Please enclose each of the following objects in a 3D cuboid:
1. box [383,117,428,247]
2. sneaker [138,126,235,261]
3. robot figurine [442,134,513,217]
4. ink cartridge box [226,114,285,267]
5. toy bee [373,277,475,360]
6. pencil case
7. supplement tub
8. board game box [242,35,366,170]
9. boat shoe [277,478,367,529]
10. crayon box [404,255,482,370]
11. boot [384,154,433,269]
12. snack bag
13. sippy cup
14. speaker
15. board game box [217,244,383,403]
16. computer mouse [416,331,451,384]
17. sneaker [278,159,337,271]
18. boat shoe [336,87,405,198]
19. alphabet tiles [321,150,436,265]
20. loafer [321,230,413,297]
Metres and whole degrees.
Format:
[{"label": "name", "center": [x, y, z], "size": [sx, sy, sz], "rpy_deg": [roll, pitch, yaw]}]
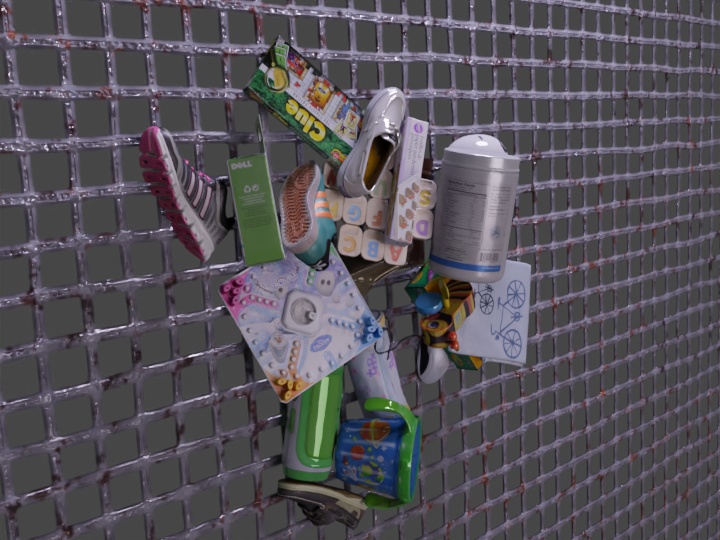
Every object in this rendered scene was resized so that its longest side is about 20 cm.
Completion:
[{"label": "box", "center": [0.072, -0.140, 1.312], "size": [0.038, 0.041, 0.204], "rpy_deg": [12, 79, -15]}, {"label": "sneaker", "center": [-0.234, -0.117, 1.140], "size": [0.087, 0.073, 0.202], "rpy_deg": [-41, 124, -31]}, {"label": "robot figurine", "center": [0.212, -0.140, 1.472], "size": [0.124, 0.148, 0.205], "rpy_deg": [-15, 100, -57]}, {"label": "ink cartridge box", "center": [-0.155, -0.110, 1.173], "size": [0.058, 0.104, 0.204], "rpy_deg": [-10, 94, -8]}, {"label": "toy bee", "center": [0.134, 0.092, 1.337], "size": [0.201, 0.108, 0.131], "rpy_deg": [-53, 134, -16]}, {"label": "pencil case", "center": [0.025, 0.166, 1.387], "size": [0.083, 0.090, 0.204], "rpy_deg": [-32, 115, -40]}, {"label": "supplement tub", "center": [0.185, -0.091, 1.345], "size": [0.130, 0.131, 0.204], "rpy_deg": [-3, 105, -41]}, {"label": "board game box", "center": [-0.077, -0.255, 1.270], "size": [0.199, 0.023, 0.106], "rpy_deg": [37, 70, -23]}, {"label": "boat shoe", "center": [-0.060, 0.385, 1.344], "size": [0.200, 0.071, 0.067], "rpy_deg": [28, 71, -45]}, {"label": "crayon box", "center": [0.176, 0.066, 1.486], "size": [0.119, 0.058, 0.201], "rpy_deg": [-49, 117, -29]}, {"label": "boot", "center": [0.046, -0.097, 1.406], "size": [0.183, 0.064, 0.204], "rpy_deg": [1, 101, -32]}, {"label": "snack bag", "center": [0.232, 0.070, 1.480], "size": [0.197, 0.021, 0.193], "rpy_deg": [10, 81, -35]}, {"label": "sippy cup", "center": [0.027, 0.297, 1.328], "size": [0.140, 0.128, 0.182], "rpy_deg": [42, 53, -76]}, {"label": "speaker", "center": [-0.076, 0.224, 1.306], "size": [0.087, 0.088, 0.205], "rpy_deg": [7, 89, -42]}, {"label": "board game box", "center": [-0.085, 0.063, 1.251], "size": [0.198, 0.026, 0.202], "rpy_deg": [-31, 93, -23]}, {"label": "computer mouse", "center": [0.149, 0.111, 1.524], "size": [0.108, 0.043, 0.205], "rpy_deg": [3, 92, -43]}, {"label": "sneaker", "center": [-0.077, -0.081, 1.245], "size": [0.080, 0.070, 0.202], "rpy_deg": [52, 26, -39]}, {"label": "boat shoe", "center": [0.033, -0.201, 1.282], "size": [0.071, 0.069, 0.202], "rpy_deg": [44, 64, -36]}, {"label": "alphabet tiles", "center": [0.029, -0.114, 1.323], "size": [0.196, 0.015, 0.200], "rpy_deg": [10, 81, -17]}, {"label": "loafer", "center": [0.000, 0.000, 1.357], "size": [0.197, 0.076, 0.068], "rpy_deg": [-25, 137, -18]}]
